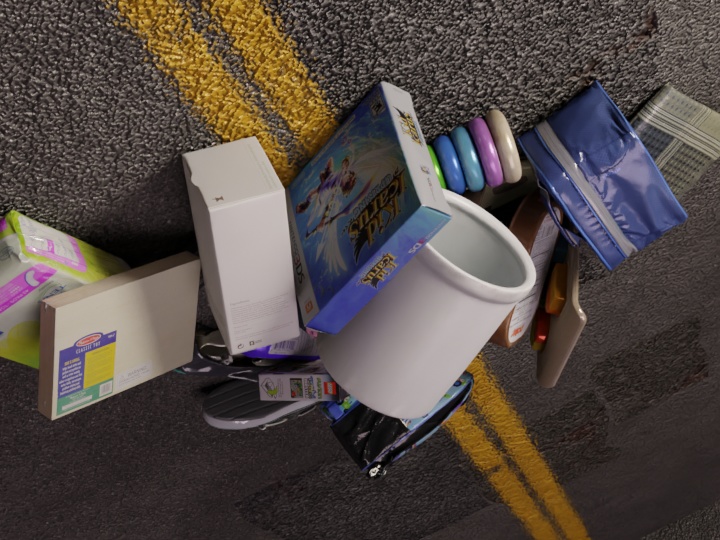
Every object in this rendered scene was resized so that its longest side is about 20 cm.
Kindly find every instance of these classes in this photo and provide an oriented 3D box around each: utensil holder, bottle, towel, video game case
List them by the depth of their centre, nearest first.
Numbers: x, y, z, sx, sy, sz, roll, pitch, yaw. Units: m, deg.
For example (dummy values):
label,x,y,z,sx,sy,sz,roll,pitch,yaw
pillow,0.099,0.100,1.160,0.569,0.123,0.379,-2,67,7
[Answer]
label,x,y,z,sx,sy,sz,roll,pitch,yaw
video game case,-0.004,-0.064,1.234,0.045,0.182,0.200,17,131,-36
utensil holder,0.065,0.036,1.292,0.170,0.170,0.200,7,128,-42
bottle,-0.069,0.072,1.502,0.200,0.084,0.065,6,179,-42
towel,0.375,-0.140,1.523,0.200,0.035,0.193,16,120,-46

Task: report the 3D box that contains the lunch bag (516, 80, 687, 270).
label,x,y,z,sx,sy,sz,roll,pitch,yaw
lunch bag,0.277,-0.099,1.387,0.132,0.136,0.200,-34,126,12

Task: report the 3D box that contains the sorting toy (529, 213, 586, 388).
label,x,y,z,sx,sy,sz,roll,pitch,yaw
sorting toy,0.251,0.025,1.552,0.036,0.201,0.185,6,144,-4

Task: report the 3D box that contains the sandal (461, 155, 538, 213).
label,x,y,z,sx,sy,sz,roll,pitch,yaw
sandal,0.136,-0.073,1.444,0.200,0.057,0.080,-27,150,5

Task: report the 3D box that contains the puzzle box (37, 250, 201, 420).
label,x,y,z,sx,sy,sz,roll,pitch,yaw
puzzle box,-0.253,0.065,1.262,0.200,0.025,0.134,-22,129,-48

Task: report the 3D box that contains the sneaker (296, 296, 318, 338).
label,x,y,z,sx,sy,sz,roll,pitch,yaw
sneaker,0.000,0.000,1.407,0.200,0.082,0.070,-49,136,9

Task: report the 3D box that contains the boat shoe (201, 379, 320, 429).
label,x,y,z,sx,sy,sz,roll,pitch,yaw
boat shoe,-0.127,0.191,1.654,0.199,0.072,0.071,-9,142,-27

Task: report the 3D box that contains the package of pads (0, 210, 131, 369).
label,x,y,z,sx,sy,sz,roll,pitch,yaw
package of pads,-0.343,0.025,1.248,0.154,0.068,0.200,-33,152,15

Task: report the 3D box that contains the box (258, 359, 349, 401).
label,x,y,z,sx,sy,sz,roll,pitch,yaw
box,-0.039,0.129,1.532,0.110,0.035,0.200,-1,-173,22

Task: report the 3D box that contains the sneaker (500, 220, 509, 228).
label,x,y,z,sx,sy,sz,roll,pitch,yaw
sneaker,0.167,-0.015,1.563,0.084,0.075,0.200,-4,159,15

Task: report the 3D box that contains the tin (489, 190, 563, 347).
label,x,y,z,sx,sy,sz,roll,pitch,yaw
tin,0.201,0.001,1.473,0.112,0.042,0.201,-16,125,-57

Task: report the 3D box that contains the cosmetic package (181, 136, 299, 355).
label,x,y,z,sx,sy,sz,roll,pitch,yaw
cosmetic package,-0.124,-0.024,1.242,0.085,0.108,0.201,-14,133,-14

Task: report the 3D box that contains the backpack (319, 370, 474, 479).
label,x,y,z,sx,sy,sz,roll,pitch,yaw
backpack,0.059,0.182,1.682,0.200,0.135,0.183,-39,174,3

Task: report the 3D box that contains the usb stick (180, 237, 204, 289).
label,x,y,z,sx,sy,sz,roll,pitch,yaw
usb stick,-0.181,-0.010,1.345,0.200,0.033,0.055,-40,139,26

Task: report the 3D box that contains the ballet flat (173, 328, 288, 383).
label,x,y,z,sx,sy,sz,roll,pitch,yaw
ballet flat,-0.148,0.104,1.513,0.199,0.073,0.073,8,137,-39

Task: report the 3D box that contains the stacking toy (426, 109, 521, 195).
label,x,y,z,sx,sy,sz,roll,pitch,yaw
stacking toy,0.075,-0.111,1.336,0.199,0.086,0.085,-18,150,3
